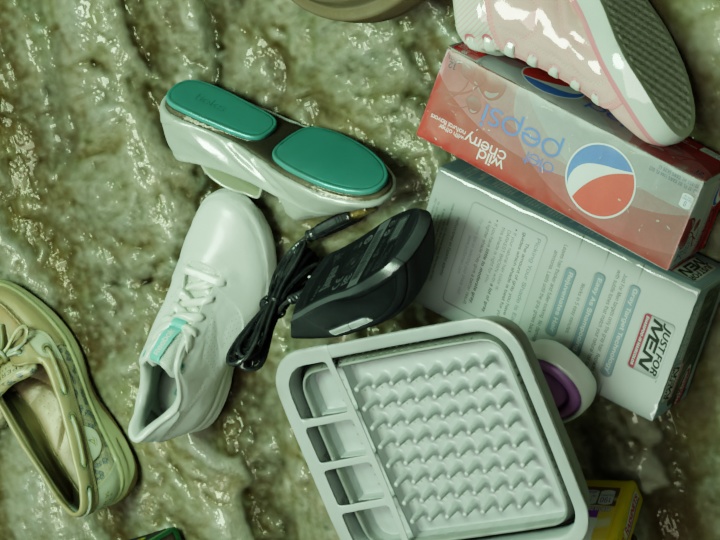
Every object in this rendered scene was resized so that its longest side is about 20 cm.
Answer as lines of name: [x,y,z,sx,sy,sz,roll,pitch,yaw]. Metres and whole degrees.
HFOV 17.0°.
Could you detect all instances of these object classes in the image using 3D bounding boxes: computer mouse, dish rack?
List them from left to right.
computer mouse: [0.000,0.000,1.645,0.046,0.141,0.200,44,134,-17]
dish rack: [0.053,0.111,1.597,0.199,0.044,0.172,-12,107,36]

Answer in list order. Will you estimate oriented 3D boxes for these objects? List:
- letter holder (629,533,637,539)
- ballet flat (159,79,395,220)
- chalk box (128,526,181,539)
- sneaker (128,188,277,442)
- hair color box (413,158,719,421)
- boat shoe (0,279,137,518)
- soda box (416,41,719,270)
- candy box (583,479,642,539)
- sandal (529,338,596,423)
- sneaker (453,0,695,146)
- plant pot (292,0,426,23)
letter holder: [0.096,0.245,1.682,0.199,0.142,0.101,5,137,32]
ballet flat: [-0.057,-0.074,1.704,0.200,0.069,0.070,25,114,27]
chalk box: [-0.190,0.280,1.830,0.200,0.125,0.124,-19,93,33]
sneaker: [-0.121,0.040,1.748,0.075,0.088,0.201,26,114,23]
hair color box: [0.135,0.008,1.609,0.200,0.061,0.099,27,116,22]
boat shoe: [-0.246,0.096,1.849,0.073,0.063,0.200,-41,81,32]
soda box: [0.141,-0.080,1.581,0.200,0.063,0.070,30,117,21]
candy box: [0.087,0.187,1.654,0.199,0.102,0.026,-2,136,26]
sandal: [0.082,0.100,1.630,0.082,0.050,0.203,44,144,-3]
sneaker: [0.131,-0.150,1.563,0.105,0.075,0.201,-37,80,33]
plant pot: [-0.021,-0.264,1.579,0.200,0.093,0.202,3,94,43]
